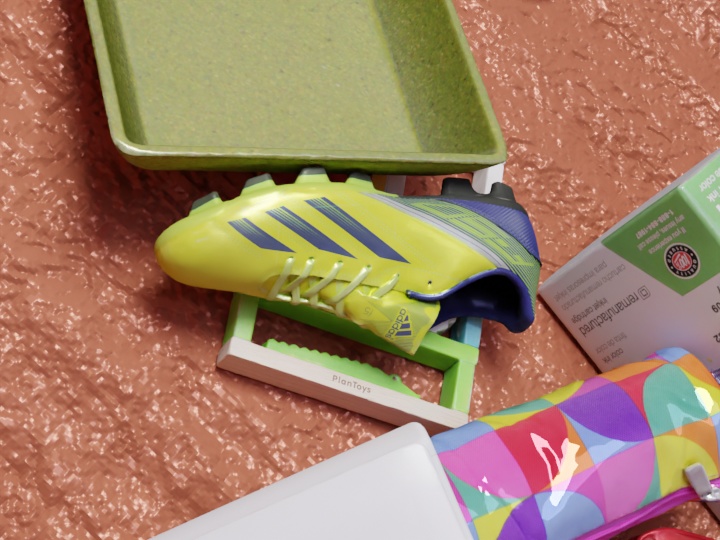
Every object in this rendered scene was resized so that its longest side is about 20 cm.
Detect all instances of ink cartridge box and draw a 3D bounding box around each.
[{"bbox_3d":[0.209,0.043,0.907,0.084,0.145,0.200,-37,87,-33],"label":"ink cartridge box"}]

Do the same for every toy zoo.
[{"bbox_3d":[0.007,-0.023,0.914,0.131,0.020,0.201,19,61,-17],"label":"toy zoo"}]

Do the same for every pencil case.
[{"bbox_3d":[0.093,0.101,0.850,0.200,0.088,0.089,-19,77,-22],"label":"pencil case"}]

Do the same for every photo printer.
[{"bbox_3d":[-0.032,0.177,0.737,0.200,0.069,0.167,-23,84,-2],"label":"photo printer"}]

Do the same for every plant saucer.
[{"bbox_3d":[-0.047,-0.118,0.891,0.199,0.048,0.200,0,53,-23],"label":"plant saucer"}]

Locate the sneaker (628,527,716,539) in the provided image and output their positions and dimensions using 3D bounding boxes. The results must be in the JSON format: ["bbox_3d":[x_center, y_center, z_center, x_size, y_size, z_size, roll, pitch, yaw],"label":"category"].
[{"bbox_3d":[0.135,0.201,0.856,0.200,0.078,0.116,-26,72,-44],"label":"sneaker"}]

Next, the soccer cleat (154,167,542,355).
[{"bbox_3d":[0.001,0.000,0.850,0.200,0.065,0.084,-1,71,-26],"label":"soccer cleat"}]
